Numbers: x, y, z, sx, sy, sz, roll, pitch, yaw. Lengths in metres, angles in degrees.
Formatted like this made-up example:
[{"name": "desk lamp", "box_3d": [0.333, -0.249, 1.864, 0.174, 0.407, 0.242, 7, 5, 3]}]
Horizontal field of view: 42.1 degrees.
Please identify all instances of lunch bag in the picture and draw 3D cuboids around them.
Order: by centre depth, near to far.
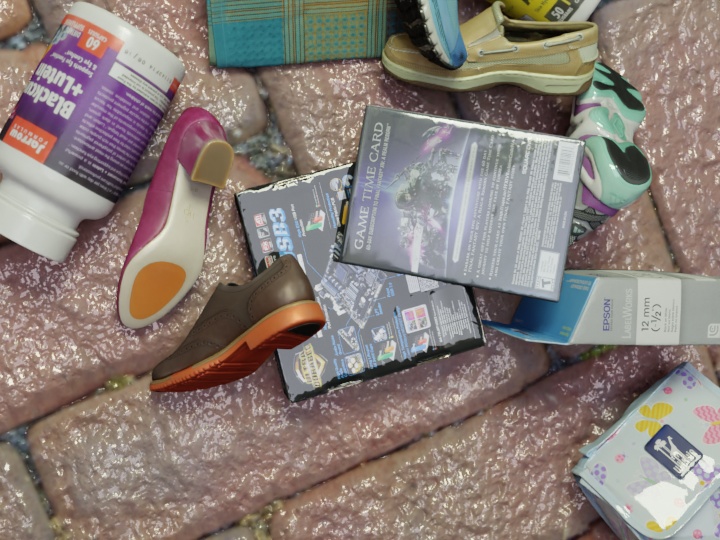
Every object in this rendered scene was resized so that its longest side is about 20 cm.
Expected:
[{"name": "lunch bag", "box_3d": [0.328, 0.219, 0.935, 0.169, 0.127, 0.201, -39, 93, -9]}]

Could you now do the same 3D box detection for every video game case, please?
[{"name": "video game case", "box_3d": [0.090, -0.060, 0.833, 0.197, 0.019, 0.145, 10, 89, 6]}]

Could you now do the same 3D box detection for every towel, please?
[{"name": "towel", "box_3d": [-0.043, -0.254, 0.846, 0.197, 0.022, 0.148, -8, 134, -13]}]

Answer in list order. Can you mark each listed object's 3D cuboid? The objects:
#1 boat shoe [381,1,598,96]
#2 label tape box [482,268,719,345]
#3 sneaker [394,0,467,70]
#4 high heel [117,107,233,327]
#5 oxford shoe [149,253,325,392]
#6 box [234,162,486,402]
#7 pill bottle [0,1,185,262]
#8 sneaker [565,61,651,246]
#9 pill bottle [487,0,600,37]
[{"name": "boat shoe", "box_3d": [0.118, -0.211, 0.860, 0.197, 0.072, 0.077, 2, 134, 1]}, {"name": "label tape box", "box_3d": [0.225, 0.031, 0.891, 0.197, 0.143, 0.067, 3, 93, -12]}, {"name": "sneaker", "box_3d": [0.073, -0.271, 0.788, 0.089, 0.078, 0.203, -14, 110, -9]}, {"name": "high heel", "box_3d": [-0.179, -0.050, 0.857, 0.067, 0.096, 0.202, 12, 112, -31]}, {"name": "oxford shoe", "box_3d": [-0.117, 0.053, 0.835, 0.199, 0.071, 0.073, -29, 70, 27]}, {"name": "box", "box_3d": [0.000, 0.000, 0.884, 0.196, 0.050, 0.203, -16, 95, -8]}, {"name": "pill bottle", "box_3d": [-0.243, -0.115, 0.803, 0.111, 0.111, 0.202, 28, 87, -12]}, {"name": "sneaker", "box_3d": [0.208, -0.106, 0.912, 0.077, 0.201, 0.140, 29, 132, -12]}, {"name": "pill bottle", "box_3d": [0.134, -0.310, 0.872, 0.198, 0.111, 0.112, 30, 87, -11]}]
